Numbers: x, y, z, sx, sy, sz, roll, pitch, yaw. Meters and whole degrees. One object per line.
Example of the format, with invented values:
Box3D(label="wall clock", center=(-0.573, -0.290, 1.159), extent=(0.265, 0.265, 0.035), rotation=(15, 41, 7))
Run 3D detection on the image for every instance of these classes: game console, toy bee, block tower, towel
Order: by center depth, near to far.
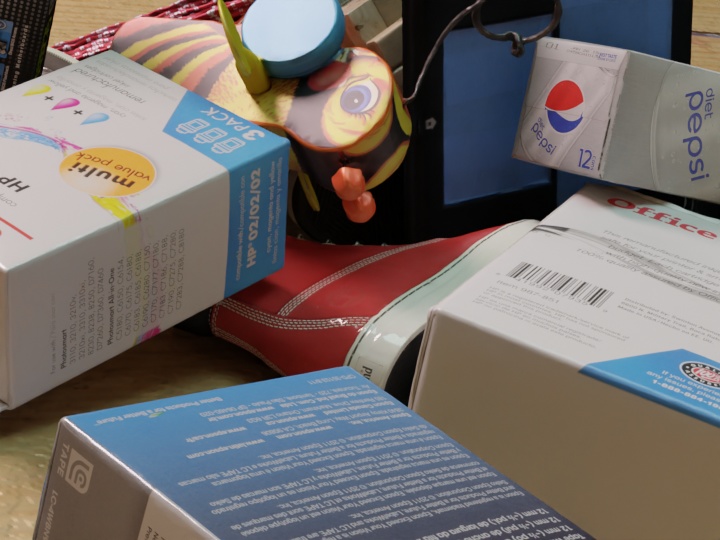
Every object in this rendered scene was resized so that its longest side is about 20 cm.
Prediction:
Box3D(label="toy bee", center=(-0.024, -0.075, 0.948), extent=(0.131, 0.200, 0.109), rotation=(40, 46, -39))
Box3D(label="game console", center=(0.096, -0.089, 1.078), extent=(0.177, 0.200, 0.031), rotation=(-16, 24, -35))
Box3D(label="block tower", center=(-0.021, -0.110, 1.135), extent=(0.058, 0.054, 0.200), rotation=(-37, 14, -29))
Box3D(label="towel", center=(-0.099, -0.133, 1.152), extent=(0.200, 0.022, 0.145), rotation=(-18, 4, 5))

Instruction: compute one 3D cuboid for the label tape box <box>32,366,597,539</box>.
Box3D(label="label tape box", center=(0.005, 0.111, 0.725), extent=(0.143, 0.066, 0.200), rotation=(-7, 33, -46))

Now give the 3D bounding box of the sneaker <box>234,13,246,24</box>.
Box3D(label="sneaker", center=(-0.073, -0.079, 1.111), extent=(0.077, 0.073, 0.200), rotation=(39, -16, -19))

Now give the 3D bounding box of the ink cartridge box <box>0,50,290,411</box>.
Box3D(label="ink cartridge box", center=(-0.138, -0.015, 0.876), extent=(0.115, 0.068, 0.200), rotation=(27, 38, 32))

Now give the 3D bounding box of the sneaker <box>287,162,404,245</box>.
Box3D(label="sneaker", center=(0.020, -0.066, 1.167), extent=(0.200, 0.084, 0.121), rotation=(-6, 26, -37))

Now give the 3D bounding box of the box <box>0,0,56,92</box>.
Box3D(label="box", center=(-0.222, -0.125, 0.976), extent=(0.160, 0.200, 0.044), rotation=(14, 21, -6))

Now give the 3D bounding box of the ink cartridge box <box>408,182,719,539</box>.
Box3D(label="ink cartridge box", center=(0.125, 0.044, 0.934), extent=(0.145, 0.084, 0.200), rotation=(21, 25, 19))

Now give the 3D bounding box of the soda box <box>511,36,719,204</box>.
Box3D(label="soda box", center=(0.174, -0.066, 1.063), extent=(0.200, 0.063, 0.068), rotation=(9, 6, -38))

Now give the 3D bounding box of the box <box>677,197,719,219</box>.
Box3D(label="box", center=(0.242, -0.041, 1.246), extent=(0.200, 0.046, 0.159), rotation=(7, 3, -22))

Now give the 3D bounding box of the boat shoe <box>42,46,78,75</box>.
Box3D(label="boat shoe", center=(-0.144, -0.062, 1.051), extent=(0.201, 0.072, 0.061), rotation=(22, 17, 11))

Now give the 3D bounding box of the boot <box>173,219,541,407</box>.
Box3D(label="boot", center=(0.000, 0.000, 1.004), extent=(0.144, 0.072, 0.200), rotation=(24, 25, 25))
